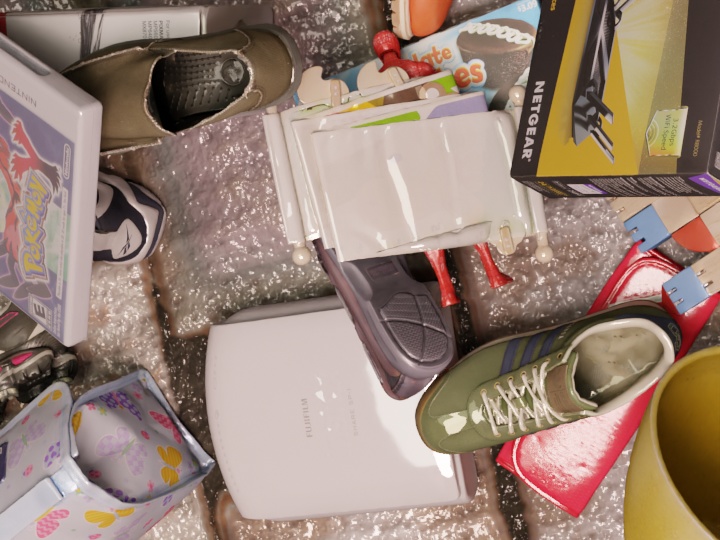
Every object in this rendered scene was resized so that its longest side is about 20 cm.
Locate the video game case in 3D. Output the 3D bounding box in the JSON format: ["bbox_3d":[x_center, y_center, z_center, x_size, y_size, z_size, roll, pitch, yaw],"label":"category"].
[{"bbox_3d":[-0.251,-0.071,1.177,0.182,0.023,0.201,35,133,29],"label":"video game case"}]

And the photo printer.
[{"bbox_3d":[-0.021,0.102,1.267,0.198,0.069,0.168,-7,94,18],"label":"photo printer"}]

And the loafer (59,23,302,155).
[{"bbox_3d":[-0.140,-0.123,1.126,0.198,0.070,0.076,-15,95,19],"label":"loafer"}]

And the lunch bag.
[{"bbox_3d":[-0.231,0.170,1.273,0.169,0.200,0.127,-40,84,18],"label":"lunch bag"}]

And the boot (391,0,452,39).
[{"bbox_3d":[0.090,-0.247,1.191,0.107,0.075,0.201,25,102,8],"label":"boot"}]

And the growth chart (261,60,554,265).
[{"bbox_3d":[0.032,-0.073,1.159,0.198,0.018,0.146,-3,83,-5],"label":"growth chart"}]

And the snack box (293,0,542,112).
[{"bbox_3d":[0.060,-0.112,1.233,0.199,0.037,0.117,-20,90,19],"label":"snack box"}]

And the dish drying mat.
[{"bbox_3d":[0.179,0.080,1.228,0.077,0.018,0.201,33,105,10],"label":"dish drying mat"}]

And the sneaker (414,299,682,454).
[{"bbox_3d":[0.131,0.075,1.161,0.199,0.090,0.068,-23,95,2],"label":"sneaker"}]

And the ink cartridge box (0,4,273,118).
[{"bbox_3d":[-0.178,-0.153,1.246,0.198,0.144,0.085,0,99,18],"label":"ink cartridge box"}]

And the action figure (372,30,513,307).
[{"bbox_3d":[0.048,-0.077,1.196,0.065,0.052,0.202,-20,87,13],"label":"action figure"}]

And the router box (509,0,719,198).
[{"bbox_3d":[0.191,-0.150,1.115,0.156,0.052,0.202,1,75,43],"label":"router box"}]

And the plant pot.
[{"bbox_3d":[0.257,0.173,1.142,0.199,0.200,0.142,37,134,10],"label":"plant pot"}]

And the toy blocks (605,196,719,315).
[{"bbox_3d":[0.233,-0.066,1.163,0.136,0.100,0.201,-35,82,28],"label":"toy blocks"}]

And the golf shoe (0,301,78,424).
[{"bbox_3d":[-0.320,0.087,1.369,0.199,0.077,0.089,-27,68,16],"label":"golf shoe"}]

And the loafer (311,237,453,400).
[{"bbox_3d":[0.000,0.000,1.195,0.201,0.071,0.063,65,146,25],"label":"loafer"}]

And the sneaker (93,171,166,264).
[{"bbox_3d":[-0.260,-0.057,1.292,0.198,0.129,0.080,29,103,12],"label":"sneaker"}]
